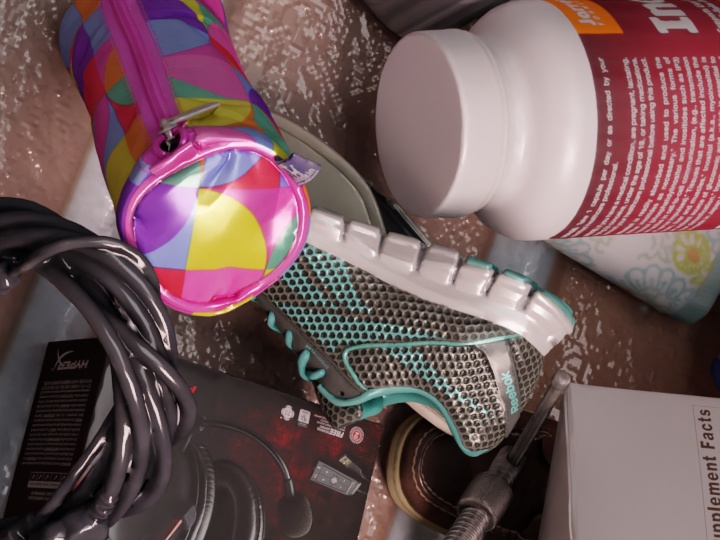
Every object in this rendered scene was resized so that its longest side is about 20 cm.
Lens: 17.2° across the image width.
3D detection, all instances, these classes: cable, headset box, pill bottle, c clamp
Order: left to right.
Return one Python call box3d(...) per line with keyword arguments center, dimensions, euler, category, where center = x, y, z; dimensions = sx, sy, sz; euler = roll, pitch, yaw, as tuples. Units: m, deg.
box3d(center=(-0.151, 0.047, 0.983), dimensions=(0.163, 0.200, 0.051), euler=(49, 31, 16), category="cable")
box3d(center=(-0.088, 0.147, 1.069), dimensions=(0.148, 0.075, 0.202), euler=(20, 76, -28), category="headset box")
box3d(center=(0.024, 0.157, 1.079), dimensions=(0.027, 0.171, 0.200), euler=(29, 51, 9), category="c clamp")
box3d(center=(0.114, -0.073, 1.129), dimensions=(0.198, 0.113, 0.114), euler=(-4, 88, -28), category="pill bottle")

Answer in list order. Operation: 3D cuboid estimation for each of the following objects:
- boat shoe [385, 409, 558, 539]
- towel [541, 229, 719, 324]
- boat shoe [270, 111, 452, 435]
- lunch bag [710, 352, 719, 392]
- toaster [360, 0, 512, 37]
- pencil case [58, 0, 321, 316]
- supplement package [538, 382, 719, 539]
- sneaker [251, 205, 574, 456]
box3d(center=(0.109, 0.110, 1.184), dimensions=(0.199, 0.072, 0.073), euler=(18, 77, -26), category="boat shoe")
box3d(center=(0.143, -0.097, 1.236), dimensions=(0.170, 0.048, 0.201), euler=(28, 73, -21), category="towel")
box3d(center=(0.000, 0.000, 1.148), dimensions=(0.073, 0.063, 0.200), euler=(-44, 96, 9), category="boat shoe")
box3d(center=(0.305, 0.054, 1.184), dimensions=(0.198, 0.170, 0.125), euler=(2, 60, -20), category="lunch bag")
box3d(center=(0.033, -0.210, 1.133), dimensions=(0.114, 0.129, 0.201), euler=(-42, 106, -26), category="toaster")
box3d(center=(-0.078, -0.063, 1.019), dimensions=(0.088, 0.200, 0.089), euler=(-7, 120, -13), category="pencil case")
box3d(center=(0.183, 0.142, 1.080), dimensions=(0.198, 0.120, 0.122), euler=(5, 126, 0), category="supplement package")
box3d(center=(-0.009, 0.023, 1.065), dimensions=(0.198, 0.078, 0.092), euler=(19, 86, 13), category="sneaker")
